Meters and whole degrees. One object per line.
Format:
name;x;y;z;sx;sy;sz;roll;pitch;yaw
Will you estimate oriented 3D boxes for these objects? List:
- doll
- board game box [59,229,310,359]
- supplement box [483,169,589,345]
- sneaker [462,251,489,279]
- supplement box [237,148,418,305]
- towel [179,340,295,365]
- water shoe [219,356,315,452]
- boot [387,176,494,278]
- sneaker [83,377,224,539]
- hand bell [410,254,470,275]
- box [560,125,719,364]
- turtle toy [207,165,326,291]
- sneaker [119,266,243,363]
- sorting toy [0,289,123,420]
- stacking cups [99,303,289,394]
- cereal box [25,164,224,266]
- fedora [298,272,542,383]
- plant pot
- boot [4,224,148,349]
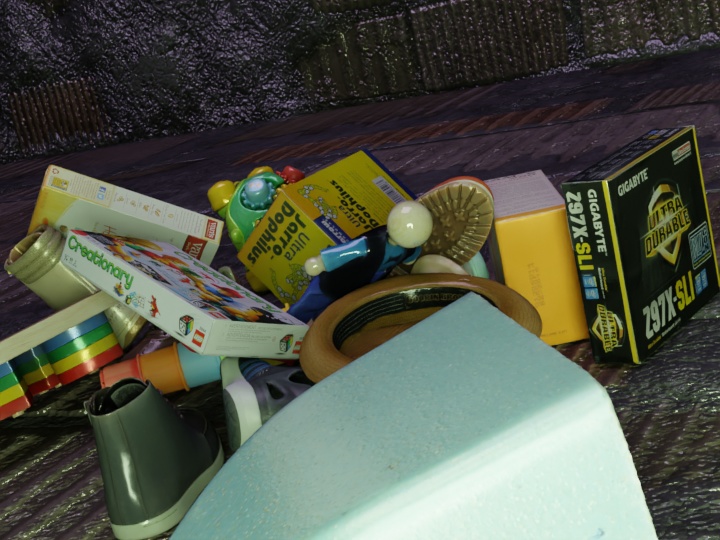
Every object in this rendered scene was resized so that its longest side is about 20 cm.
doll;0.000;0.000;1.203;0.135;0.049;0.200;-10;-26;-41
board game box;-0.155;0.021;1.195;0.199;0.035;0.126;28;12;35
supplement box;0.165;-0.015;1.307;0.073;0.128;0.200;-12;14;3
sneaker;0.034;0.024;1.403;0.139;0.079;0.199;-22;6;-28
supplement box;-0.029;-0.044;1.557;0.109;0.109;0.200;-53;-11;32
towel;-0.163;0.033;1.280;0.144;0.023;0.199;11;15;-47
water shoe;-0.074;0.112;1.130;0.078;0.072;0.200;-7;8;-6
boot;0.074;-0.047;1.283;0.108;0.075;0.200;-58;7;-36
sneaker;-0.160;0.123;1.085;0.074;0.108;0.200;-11;13;5
hand bell;0.017;0.082;1.192;0.199;0.105;0.104;-37;24;-31
box;0.251;-0.026;1.199;0.049;0.162;0.199;-2;16;36
turtle toy;-0.089;-0.072;1.703;0.101;0.147;0.199;-28;0;43
sneaker;-0.194;0.057;1.457;0.070;0.076;0.200;-3;16;33
sorting toy;-0.334;0.099;1.325;0.199;0.070;0.198;-30;6;-40
stacking cups;-0.156;0.091;1.338;0.198;0.061;0.061;-18;14;-4
cereal box;-0.263;-0.031;1.496;0.198;0.144;0.040;18;50;-12
fedora;0.050;0.075;1.106;0.198;0.083;0.201;-6;27;3
plant pot;0.021;0.154;0.632;0.198;0.198;0.196;-23;15;-7
boot;-0.317;0.025;1.485;0.073;0.155;0.200;-54;15;-18
